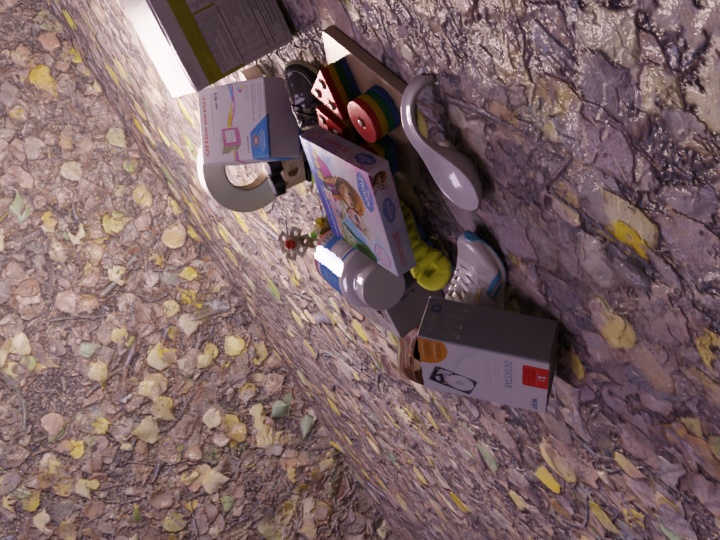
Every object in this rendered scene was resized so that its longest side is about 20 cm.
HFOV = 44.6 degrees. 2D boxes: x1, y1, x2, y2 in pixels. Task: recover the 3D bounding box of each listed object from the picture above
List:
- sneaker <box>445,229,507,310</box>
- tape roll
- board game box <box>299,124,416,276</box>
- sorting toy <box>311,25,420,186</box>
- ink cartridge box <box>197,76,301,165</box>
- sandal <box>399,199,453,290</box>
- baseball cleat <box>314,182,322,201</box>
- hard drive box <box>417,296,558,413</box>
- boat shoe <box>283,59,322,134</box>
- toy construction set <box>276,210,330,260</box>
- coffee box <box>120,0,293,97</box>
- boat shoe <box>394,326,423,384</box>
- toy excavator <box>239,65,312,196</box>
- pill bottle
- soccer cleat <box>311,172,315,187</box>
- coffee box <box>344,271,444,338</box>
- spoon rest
[{"bbox_3d":[0.175,0.024,1.356,0.076,0.081,0.201,42,158,41],"label":"sneaker"},{"bbox_3d":[-0.238,-0.222,1.811,0.037,0.202,0.204,27,148,55],"label":"tape roll"},{"bbox_3d":[-0.004,-0.112,1.398,0.199,0.041,0.201,34,151,48],"label":"board game box"},{"bbox_3d":[-0.001,-0.239,1.355,0.200,0.069,0.199,45,160,31],"label":"sorting toy"},{"bbox_3d":[-0.210,-0.274,1.633,0.199,0.084,0.146,1,96,44],"label":"ink cartridge box"},{"bbox_3d":[0.091,-0.039,1.482,0.201,0.079,0.087,57,-167,24],"label":"sandal"},{"bbox_3d":[0.011,-0.123,1.567,0.200,0.107,0.070,37,130,-19],"label":"baseball cleat"},{"bbox_3d":[0.196,0.130,1.345,0.199,0.077,0.156,10,145,17],"label":"hard drive box"},{"bbox_3d":[-0.076,-0.260,1.488,0.071,0.066,0.201,-5,134,25],"label":"boat shoe"},{"bbox_3d":[-0.071,-0.062,1.735,0.131,0.200,0.092,50,121,8],"label":"toy construction set"},{"bbox_3d":[-0.264,-0.431,1.485,0.201,0.197,0.199,63,163,-19],"label":"coffee box"},{"bbox_3d":[0.119,0.170,1.799,0.074,0.076,0.201,35,155,41],"label":"boat shoe"},{"bbox_3d":[-0.177,-0.278,1.740,0.200,0.099,0.195,55,164,30],"label":"toy excavator"},{"bbox_3d":[0.000,0.000,1.563,0.200,0.112,0.113,39,158,59],"label":"pill bottle"},{"bbox_3d":[-0.027,-0.120,1.664,0.201,0.067,0.081,57,157,-1],"label":"soccer cleat"},{"bbox_3d":[0.053,0.036,1.655,0.200,0.114,0.080,29,152,58],"label":"coffee box"},{"bbox_3d":[0.108,-0.167,1.211,0.099,0.060,0.201,20,141,62],"label":"spoon rest"}]
